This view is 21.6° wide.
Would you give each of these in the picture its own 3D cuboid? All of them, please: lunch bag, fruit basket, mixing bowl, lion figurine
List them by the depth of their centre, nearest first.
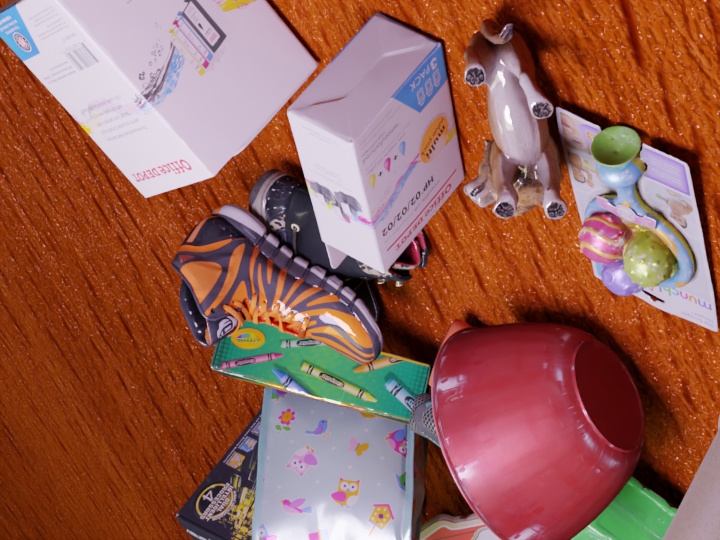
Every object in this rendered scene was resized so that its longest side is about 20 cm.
[{"bbox_3d":[0.107,-0.113,1.337,0.072,0.123,0.201,-4,127,2],"label":"lion figurine"},{"bbox_3d":[0.162,0.121,1.543,0.108,0.201,0.200,-27,113,33],"label":"mixing bowl"},{"bbox_3d":[0.251,0.261,1.724,0.185,0.094,0.200,35,160,9],"label":"fruit basket"},{"bbox_3d":[-0.020,0.225,1.875,0.169,0.201,0.122,0,148,7],"label":"lunch bag"}]

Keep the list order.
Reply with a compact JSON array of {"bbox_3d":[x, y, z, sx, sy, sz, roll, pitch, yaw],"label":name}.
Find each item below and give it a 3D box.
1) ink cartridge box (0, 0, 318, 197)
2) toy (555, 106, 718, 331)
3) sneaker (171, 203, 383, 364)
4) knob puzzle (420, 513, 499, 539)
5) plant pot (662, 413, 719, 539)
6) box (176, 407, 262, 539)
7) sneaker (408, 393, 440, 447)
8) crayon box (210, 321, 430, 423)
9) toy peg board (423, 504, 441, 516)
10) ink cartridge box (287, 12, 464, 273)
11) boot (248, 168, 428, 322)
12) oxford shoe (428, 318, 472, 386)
[{"bbox_3d":[-0.168,-0.185,1.535,0.200,0.145,0.147,49,155,-18],"label":"ink cartridge box"},{"bbox_3d":[0.195,-0.023,1.383,0.115,0.047,0.201,27,152,33],"label":"toy"},{"bbox_3d":[-0.082,0.039,1.651,0.199,0.112,0.078,35,149,11],"label":"sneaker"},{"bbox_3d":[0.115,0.329,1.974,0.218,0.031,0.221,2,132,2],"label":"knob puzzle"},{"bbox_3d":[0.315,0.197,1.406,0.200,0.184,0.201,33,154,18],"label":"plant pot"},{"bbox_3d":[-0.078,0.228,2.028,0.160,0.200,0.049,22,152,37],"label":"box"},{"bbox_3d":[0.119,0.138,1.664,0.091,0.078,0.199,12,174,40],"label":"sneaker"},{"bbox_3d":[-0.033,0.094,1.782,0.198,0.059,0.119,14,175,5],"label":"crayon box"},{"bbox_3d":[0.024,0.295,2.149,0.199,0.098,0.199,35,171,14],"label":"toy peg board"},{"bbox_3d":[0.018,-0.084,1.463,0.068,0.115,0.201,28,154,27],"label":"ink cartridge box"},{"bbox_3d":[-0.001,0.001,1.690,0.153,0.074,0.204,13,145,43],"label":"boot"},{"bbox_3d":[0.101,0.115,1.734,0.072,0.072,0.200,22,159,9],"label":"oxford shoe"}]
